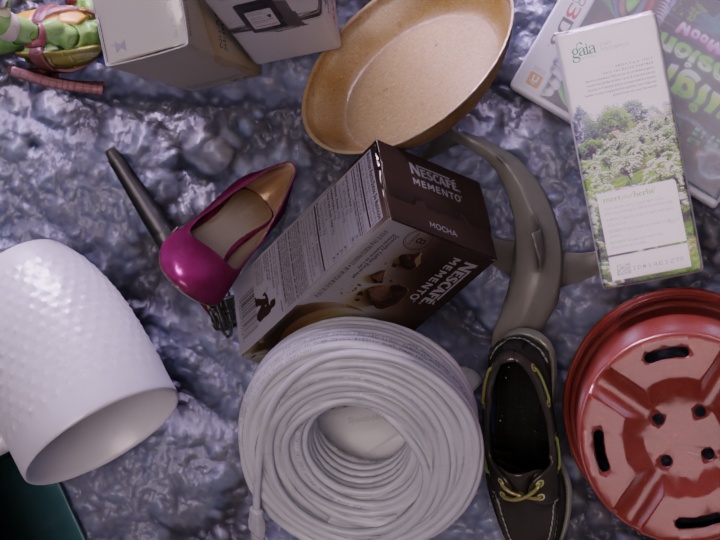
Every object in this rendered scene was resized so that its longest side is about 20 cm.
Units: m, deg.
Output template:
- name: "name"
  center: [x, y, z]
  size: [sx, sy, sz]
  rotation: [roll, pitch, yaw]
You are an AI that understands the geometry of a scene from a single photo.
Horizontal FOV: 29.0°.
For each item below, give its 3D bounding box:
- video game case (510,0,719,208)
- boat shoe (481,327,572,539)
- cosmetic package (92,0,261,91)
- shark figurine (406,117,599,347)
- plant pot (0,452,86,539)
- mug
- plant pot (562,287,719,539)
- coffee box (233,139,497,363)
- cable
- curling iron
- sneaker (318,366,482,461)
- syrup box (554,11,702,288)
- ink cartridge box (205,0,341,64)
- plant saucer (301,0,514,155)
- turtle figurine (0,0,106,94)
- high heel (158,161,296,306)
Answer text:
- name: "video game case"
  center: [0.251, -0.180, 1.138]
  size: [0.199, 0.023, 0.183]
  rotation: [32, 99, 9]
- name: "boat shoe"
  center: [0.131, 0.153, 1.142]
  size: [0.071, 0.061, 0.204]
  rotation: [-1, 105, 21]
- name: "cosmetic package"
  center: [-0.148, -0.212, 1.134]
  size: [0.072, 0.200, 0.105]
  rotation: [-11, 90, 11]
- name: "shark figurine"
  center: [0.127, -0.043, 1.140]
  size: [0.127, 0.089, 0.217]
  rotation: [-22, 89, 11]
- name: "plant pot"
  center: [-0.368, 0.266, 1.239]
  size: [0.198, 0.141, 0.143]
  rotation: [-28, 86, 19]
- name: "mug"
  center: [-0.282, 0.082, 1.193]
  size: [0.198, 0.148, 0.176]
  rotation: [-29, 72, -8]
- name: "plant pot"
  center: [0.246, 0.116, 1.060]
  size: [0.198, 0.195, 0.204]
  rotation: [0, 91, 13]
- name: "coffee box"
  center: [0.000, 0.000, 1.110]
  size: [0.200, 0.112, 0.081]
  rotation: [-42, 44, 35]
- name: "cable"
  center: [0.001, 0.133, 1.099]
  size: [0.197, 0.069, 0.202]
  rotation: [-1, 117, 10]
- name: "curling iron"
  center: [-0.164, -0.028, 1.231]
  size: [0.201, 0.025, 0.050]
  rotation: [54, 138, 9]
- name: "sneaker"
  center: [0.006, 0.122, 1.178]
  size: [0.199, 0.073, 0.085]
  rotation: [-32, 88, 13]
- name: "syrup box"
  center: [0.211, -0.094, 1.091]
  size: [0.078, 0.081, 0.203]
  rotation: [-11, 91, 13]
- name: "ink cartridge box"
  center: [-0.080, -0.269, 1.108]
  size: [0.082, 0.200, 0.147]
  rotation: [-10, 78, 10]
- name: "plant saucer"
  center: [0.043, -0.163, 1.130]
  size: [0.199, 0.201, 0.035]
  rotation: [-32, 130, 12]
- name: "turtle figurine"
  center: [-0.299, -0.243, 1.199]
  size: [0.191, 0.201, 0.146]
  rotation: [-9, 56, 16]
- name: "high heel"
  center: [-0.101, -0.036, 1.133]
  size: [0.067, 0.200, 0.096]
  rotation: [42, 106, 1]
